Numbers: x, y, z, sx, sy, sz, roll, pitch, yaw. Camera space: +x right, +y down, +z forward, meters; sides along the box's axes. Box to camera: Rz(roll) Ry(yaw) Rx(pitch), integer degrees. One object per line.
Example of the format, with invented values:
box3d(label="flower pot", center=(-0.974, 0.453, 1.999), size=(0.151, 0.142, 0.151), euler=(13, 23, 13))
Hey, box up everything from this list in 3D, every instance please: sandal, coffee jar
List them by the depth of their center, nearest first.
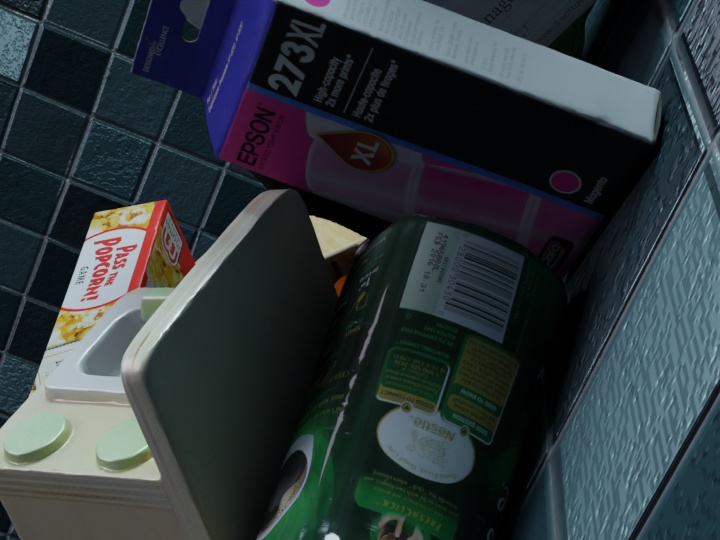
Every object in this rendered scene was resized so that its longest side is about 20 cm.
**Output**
box3d(label="coffee jar", center=(0.012, 0.085, 0.671), size=(0.104, 0.085, 0.200), euler=(130, 162, -61))
box3d(label="sandal", center=(-0.006, -0.053, 0.839), size=(0.045, 0.075, 0.200), euler=(-47, -11, 9))

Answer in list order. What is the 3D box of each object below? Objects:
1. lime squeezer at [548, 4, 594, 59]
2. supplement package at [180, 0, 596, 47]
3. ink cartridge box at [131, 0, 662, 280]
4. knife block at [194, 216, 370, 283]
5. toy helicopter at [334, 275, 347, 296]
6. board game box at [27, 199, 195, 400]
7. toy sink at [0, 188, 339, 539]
box3d(label="lime squeezer", center=(0.080, -0.119, 0.888), size=(0.200, 0.071, 0.038), euler=(-34, 40, 36))
box3d(label="supplement package", center=(0.005, -0.190, 0.794), size=(0.191, 0.200, 0.147), euler=(-44, 30, 22))
box3d(label="ink cartridge box", center=(0.008, -0.066, 0.689), size=(0.095, 0.200, 0.037), euler=(117, 172, -50))
box3d(label="knife block", center=(0.000, 0.000, 0.985), size=(0.175, 0.064, 0.200), euler=(2, 36, 41))
box3d(label="toy helicopter", center=(0.058, -0.021, 0.815), size=(0.200, 0.079, 0.132), euler=(-50, 7, 37))
box3d(label="board game box", center=(-0.111, 0.085, 0.891), size=(0.200, 0.046, 0.152), euler=(-81, -24, -50))
box3d(label="toy sink", center=(-0.072, 0.080, 0.742), size=(0.130, 0.112, 0.200), euler=(-54, -45, -45))
